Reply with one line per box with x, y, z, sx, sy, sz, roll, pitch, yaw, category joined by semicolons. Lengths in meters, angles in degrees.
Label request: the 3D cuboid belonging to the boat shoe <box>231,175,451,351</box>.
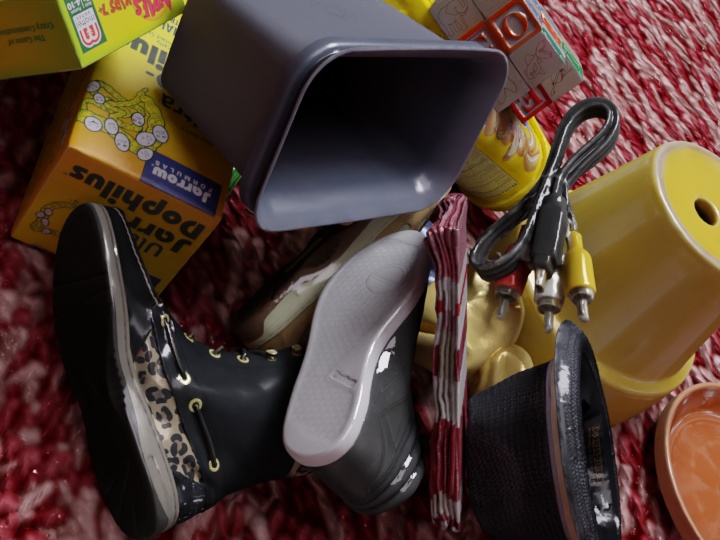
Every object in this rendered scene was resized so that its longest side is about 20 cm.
0.000;0.000;0.873;0.200;0.072;0.076;-43;105;-12;boat shoe

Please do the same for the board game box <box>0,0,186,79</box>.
-0.219;-0.157;0.763;0.102;0.198;0.048;-45;126;-46;board game box

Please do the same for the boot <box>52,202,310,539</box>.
-0.106;0.054;0.774;0.153;0.073;0.206;-8;80;-43;boot

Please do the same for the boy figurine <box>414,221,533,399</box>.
0.077;0.034;0.940;0.124;0.064;0.200;-39;88;-30;boy figurine

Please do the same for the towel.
0.060;0.057;0.823;0.022;0.202;0.144;0;11;8;towel

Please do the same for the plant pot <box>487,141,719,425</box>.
0.225;-0.002;0.995;0.199;0.189;0.202;20;49;-24;plant pot

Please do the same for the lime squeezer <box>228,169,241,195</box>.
-0.068;-0.118;0.922;0.038;0.071;0.201;33;78;5;lime squeezer

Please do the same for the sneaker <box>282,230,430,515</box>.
0.012;0.069;0.797;0.100;0.070;0.201;62;36;-38;sneaker

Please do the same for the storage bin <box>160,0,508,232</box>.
-0.027;-0.113;0.783;0.199;0.146;0.134;-11;45;-48;storage bin

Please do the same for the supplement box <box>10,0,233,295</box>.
-0.148;-0.102;0.836;0.108;0.109;0.201;25;48;-21;supplement box

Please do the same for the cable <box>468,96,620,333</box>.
0.146;-0.046;0.936;0.050;0.096;0.201;62;39;-47;cable

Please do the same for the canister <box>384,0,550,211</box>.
0.074;-0.139;0.988;0.149;0.086;0.200;63;17;21;canister

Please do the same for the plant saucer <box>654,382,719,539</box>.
0.329;0.194;1.047;0.199;0.032;0.202;20;50;-25;plant saucer

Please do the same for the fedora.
0.124;0.135;0.845;0.200;0.091;0.203;-8;90;-73;fedora

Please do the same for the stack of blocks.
0.113;-0.175;0.911;0.116;0.058;0.200;53;16;-9;stack of blocks
